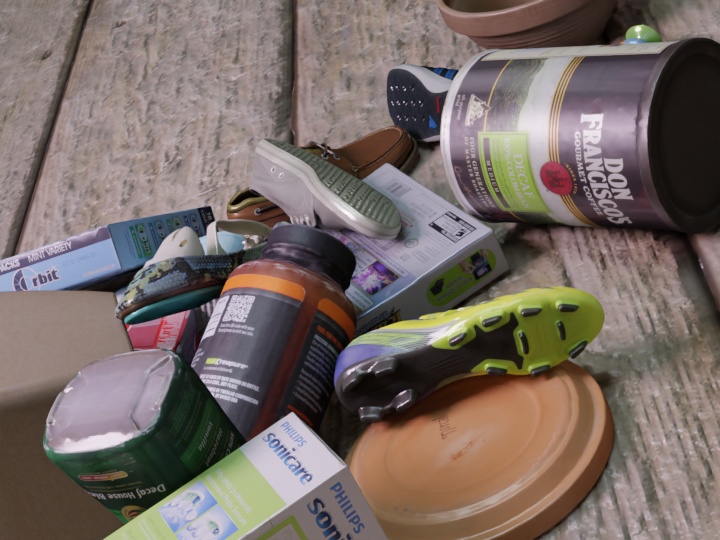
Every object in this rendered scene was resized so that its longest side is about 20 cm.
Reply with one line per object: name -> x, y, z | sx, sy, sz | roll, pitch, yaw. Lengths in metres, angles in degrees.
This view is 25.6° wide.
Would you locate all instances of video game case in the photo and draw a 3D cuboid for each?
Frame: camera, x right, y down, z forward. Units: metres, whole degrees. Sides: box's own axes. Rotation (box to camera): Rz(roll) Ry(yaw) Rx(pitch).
video game case -> 0.000, 0.000, 1.335 | 0.181, 0.045, 0.200 | -33, 30, -11

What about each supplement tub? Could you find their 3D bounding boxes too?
supplement tub -> -0.067, 0.067, 1.168 | 0.107, 0.107, 0.200 | 0, 58, 39

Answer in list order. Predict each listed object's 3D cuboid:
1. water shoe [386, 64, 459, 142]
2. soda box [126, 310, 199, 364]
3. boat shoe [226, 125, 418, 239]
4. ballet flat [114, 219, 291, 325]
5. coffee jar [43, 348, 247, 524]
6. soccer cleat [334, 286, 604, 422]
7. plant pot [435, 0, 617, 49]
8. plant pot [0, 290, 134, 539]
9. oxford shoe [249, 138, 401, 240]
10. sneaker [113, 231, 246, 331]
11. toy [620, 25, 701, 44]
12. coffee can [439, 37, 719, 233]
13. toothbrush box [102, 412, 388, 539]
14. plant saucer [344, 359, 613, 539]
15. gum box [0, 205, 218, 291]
water shoe -> 0.097, -0.156, 1.506 | 0.079, 0.072, 0.200 | -9, 18, -28
soda box -> -0.237, 0.073, 1.330 | 0.200, 0.070, 0.063 | 0, 36, 9
boat shoe -> -0.033, -0.085, 1.475 | 0.200, 0.068, 0.072 | -37, 29, -19
ballet flat -> -0.119, -0.004, 1.240 | 0.074, 0.074, 0.200 | 2, 8, 41
coffee jar -> -0.109, 0.144, 1.036 | 0.104, 0.200, 0.085 | -11, 43, 32
soccer cleat -> 0.073, 0.045, 1.121 | 0.200, 0.065, 0.084 | -19, 27, 15
plant pot -> 0.183, -0.268, 1.567 | 0.201, 0.093, 0.201 | -20, 31, 13
plant pot -> -0.243, 0.124, 1.203 | 0.177, 0.200, 0.200 | -17, 28, -8
oxford shoe -> -0.033, -0.058, 1.358 | 0.200, 0.075, 0.058 | 33, 106, 49
sneaker -> -0.166, 0.024, 1.386 | 0.200, 0.074, 0.082 | -22, 25, 37
toy -> 0.216, -0.156, 1.406 | 0.115, 0.047, 0.200 | -4, 36, 38
coffee can -> 0.185, -0.106, 1.252 | 0.200, 0.146, 0.146 | 4, 42, 44
toothbrush box -> -0.077, 0.208, 0.963 | 0.200, 0.146, 0.086 | -34, 31, -13
plant saucer -> 0.075, 0.122, 1.094 | 0.200, 0.032, 0.200 | -20, 29, 12
gum box -> -0.246, -0.009, 1.455 | 0.170, 0.045, 0.200 | -17, 1, 21
